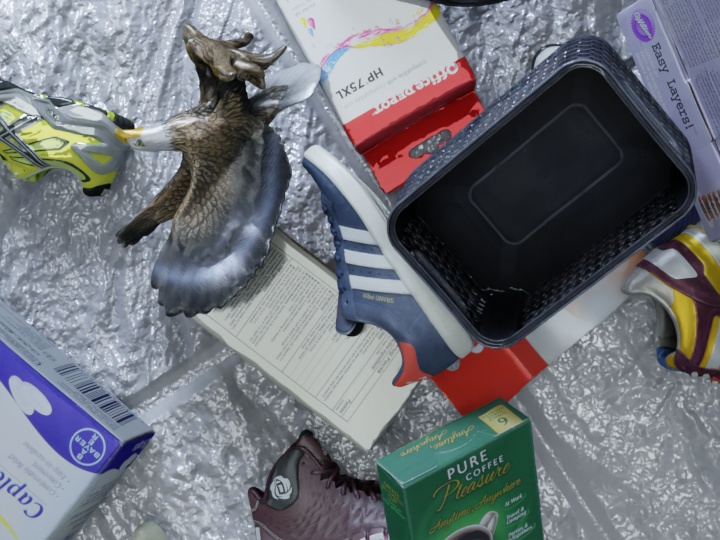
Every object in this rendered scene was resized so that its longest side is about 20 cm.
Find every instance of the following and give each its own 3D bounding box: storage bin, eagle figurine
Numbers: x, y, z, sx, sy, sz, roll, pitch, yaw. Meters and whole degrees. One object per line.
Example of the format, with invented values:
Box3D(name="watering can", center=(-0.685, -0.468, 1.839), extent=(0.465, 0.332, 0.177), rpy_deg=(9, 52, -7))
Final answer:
Box3D(name="storage bin", center=(0.132, -0.057, 1.001), extent=(0.200, 0.094, 0.135), rpy_deg=(-39, 99, 22))
Box3D(name="eagle figurine", center=(-0.121, -0.085, 1.079), extent=(0.149, 0.152, 0.202), rpy_deg=(13, 115, 16))

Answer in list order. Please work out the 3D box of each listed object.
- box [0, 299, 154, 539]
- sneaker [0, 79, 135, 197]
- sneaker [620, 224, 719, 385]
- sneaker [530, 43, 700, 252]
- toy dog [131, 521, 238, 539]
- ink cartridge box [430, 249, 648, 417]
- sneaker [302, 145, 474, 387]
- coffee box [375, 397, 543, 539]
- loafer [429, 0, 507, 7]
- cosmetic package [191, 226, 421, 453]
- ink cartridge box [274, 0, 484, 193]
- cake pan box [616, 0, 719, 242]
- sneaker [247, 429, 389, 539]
Box3D(name="box", center=(-0.310, 0.158, 1.143), extent=(0.183, 0.105, 0.201), rpy_deg=(39, 94, 4))
Box3D(name="sneaker", center=(-0.293, -0.117, 1.153), extent=(0.198, 0.075, 0.077), rpy_deg=(15, 92, 6))
Box3D(name="sneaker", center=(0.285, 0.067, 1.094), extent=(0.090, 0.075, 0.201), rpy_deg=(-35, 96, -4))
Box3D(name="sneaker", center=(0.202, -0.116, 1.107), extent=(0.080, 0.115, 0.200), rpy_deg=(-39, 117, 9))
Box3D(name="toy dog", center=(-0.105, 0.307, 1.086), extent=(0.198, 0.140, 0.196), rpy_deg=(-1, 114, 31))
Box3D(name="ink cartridge box", center=(0.115, 0.001, 1.097), extent=(0.200, 0.050, 0.162), rpy_deg=(-40, 87, -22))
Box3D(name="sneaker", center=(0.000, 0.000, 1.051), extent=(0.084, 0.075, 0.201), rpy_deg=(-37, 80, 8))
Box3D(name="coffee box", center=(0.084, 0.209, 1.073), extent=(0.122, 0.044, 0.202), rpy_deg=(-25, 123, -21))
Box3D(name="loafer", center=(0.056, -0.248, 1.057), extent=(0.198, 0.072, 0.074), rpy_deg=(3, 86, -2))
Box3D(name="cosmetic package", center=(-0.041, 0.048, 1.134), extent=(0.199, 0.071, 0.106), rpy_deg=(38, 92, 4))
Box3D(name="ink cartridge box", center=(0.018, -0.177, 1.127), extent=(0.115, 0.067, 0.201), rpy_deg=(-29, 88, 3))
Box3D(name="cake pan box", center=(0.307, -0.145, 1.065), extent=(0.183, 0.052, 0.202), rpy_deg=(-24, 90, -33))
Box3D(name="sneaker", center=(-0.005, 0.179, 1.133), extent=(0.198, 0.076, 0.117), rpy_deg=(-19, 86, 6))
